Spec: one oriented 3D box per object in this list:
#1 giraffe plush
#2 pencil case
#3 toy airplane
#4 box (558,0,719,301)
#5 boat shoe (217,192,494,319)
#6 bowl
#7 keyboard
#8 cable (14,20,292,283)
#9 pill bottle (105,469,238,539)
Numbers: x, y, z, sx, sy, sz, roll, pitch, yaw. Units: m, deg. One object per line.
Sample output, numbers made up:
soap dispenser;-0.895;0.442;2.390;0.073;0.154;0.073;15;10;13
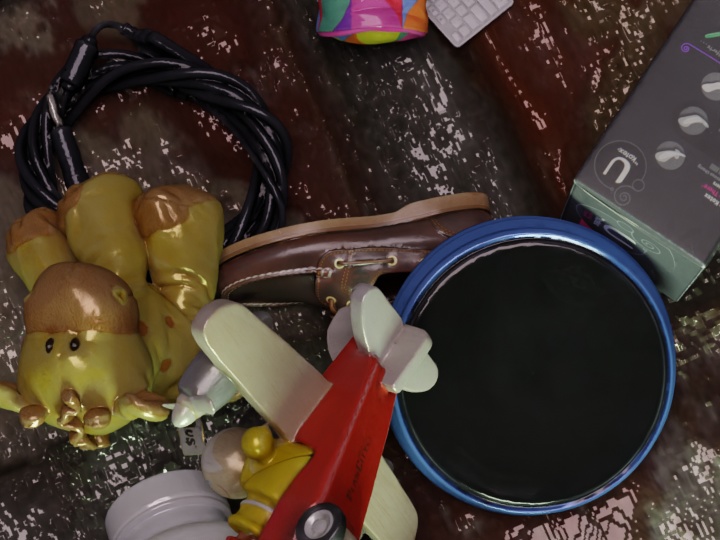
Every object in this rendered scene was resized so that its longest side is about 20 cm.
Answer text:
giraffe plush;-0.168;0.045;1.198;0.172;0.162;0.201;-26;91;21
pencil case;0.008;-0.258;1.304;0.088;0.088;0.201;1;92;2
toy airplane;-0.034;0.104;1.148;0.140;0.199;0.201;-6;96;32
box;0.231;-0.098;1.259;0.106;0.122;0.200;33;80;8
boat shoe;0.000;0.000;1.270;0.199;0.070;0.071;-12;73;-1
bowl;0.112;0.066;1.237;0.199;0.039;0.202;0;97;-2
keyboard;0.025;-0.249;1.356;0.056;0.011;0.200;-40;80;-7
cable;-0.142;-0.072;1.302;0.199;0.051;0.164;34;81;8
pill bottle;-0.094;0.228;1.168;0.111;0.112;0.201;-23;55;-3
